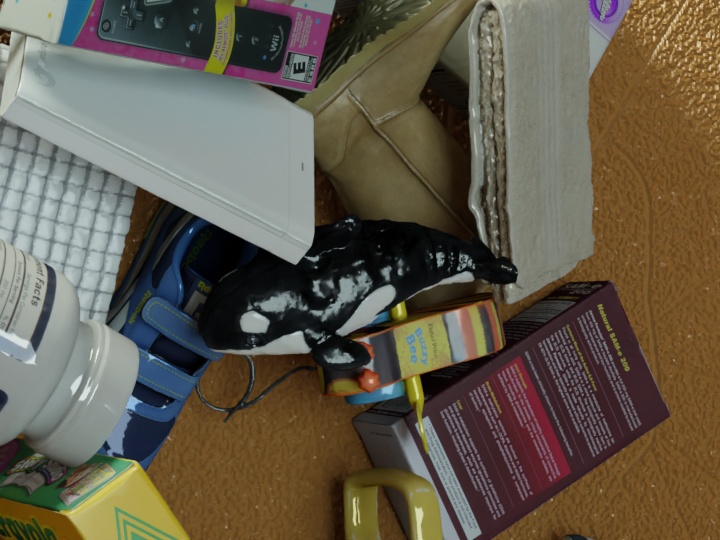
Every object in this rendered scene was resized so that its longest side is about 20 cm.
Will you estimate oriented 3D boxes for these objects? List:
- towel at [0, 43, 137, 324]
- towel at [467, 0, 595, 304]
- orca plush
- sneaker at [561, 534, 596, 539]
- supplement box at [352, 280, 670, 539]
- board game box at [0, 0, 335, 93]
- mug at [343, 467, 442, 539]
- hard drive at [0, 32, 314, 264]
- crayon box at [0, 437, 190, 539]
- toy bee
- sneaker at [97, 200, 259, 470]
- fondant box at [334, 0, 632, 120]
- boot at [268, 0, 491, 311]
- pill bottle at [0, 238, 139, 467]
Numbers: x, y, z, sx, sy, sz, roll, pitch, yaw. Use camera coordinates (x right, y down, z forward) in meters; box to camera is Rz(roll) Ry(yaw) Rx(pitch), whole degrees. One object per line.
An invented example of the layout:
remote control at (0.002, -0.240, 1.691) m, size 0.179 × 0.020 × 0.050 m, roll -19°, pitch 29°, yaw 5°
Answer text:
towel at (-0.230, -0.035, 1.533) m, size 0.165 × 0.085 × 0.202 m, roll 14°, pitch 85°, yaw -26°
towel at (0.112, -0.087, 1.652) m, size 0.132 × 0.034 × 0.202 m, roll -25°, pitch 117°, yaw -58°
orca plush at (0.000, 0.000, 1.542) m, size 0.198 × 0.071 × 0.106 m, roll -2°, pitch 54°, yaw -11°
sneaker at (0.135, 0.279, 1.745) m, size 0.070 × 0.073 × 0.201 m, roll 25°, pitch 69°, yaw -17°
supplement box at (0.105, 0.100, 1.726) m, size 0.199 × 0.061 × 0.109 m, roll -30°, pitch 104°, yaw -24°
board game box at (-0.100, -0.191, 1.470) m, size 0.199 × 0.064 × 0.149 m, roll 7°, pitch 100°, yaw -43°
mug at (0.016, 0.241, 1.626) m, size 0.149 × 0.153 × 0.187 m, roll -36°, pitch 106°, yaw -23°
hard drive at (-0.117, -0.093, 1.510) m, size 0.199 × 0.026 × 0.132 m, roll 27°, pitch 34°, yaw -22°
crayon box at (-0.146, 0.189, 1.510) m, size 0.058 × 0.200 × 0.173 m, roll -39°, pitch 107°, yaw -22°
toy bee at (0.013, 0.061, 1.612) m, size 0.199 × 0.109 × 0.131 m, roll -35°, pitch 102°, yaw -15°
sneaker at (-0.121, 0.038, 1.591) m, size 0.074 × 0.082 × 0.201 m, roll 27°, pitch 78°, yaw -28°
fondant box at (0.078, -0.195, 1.713) m, size 0.200 × 0.058 × 0.145 m, roll 37°, pitch 74°, yaw -25°
boot at (0.052, -0.088, 1.662) m, size 0.175 × 0.066 × 0.200 m, roll -37°, pitch 120°, yaw 5°
pill bottle at (-0.228, 0.031, 1.426) m, size 0.199 × 0.111 × 0.112 m, roll 30°, pitch 76°, yaw -23°
